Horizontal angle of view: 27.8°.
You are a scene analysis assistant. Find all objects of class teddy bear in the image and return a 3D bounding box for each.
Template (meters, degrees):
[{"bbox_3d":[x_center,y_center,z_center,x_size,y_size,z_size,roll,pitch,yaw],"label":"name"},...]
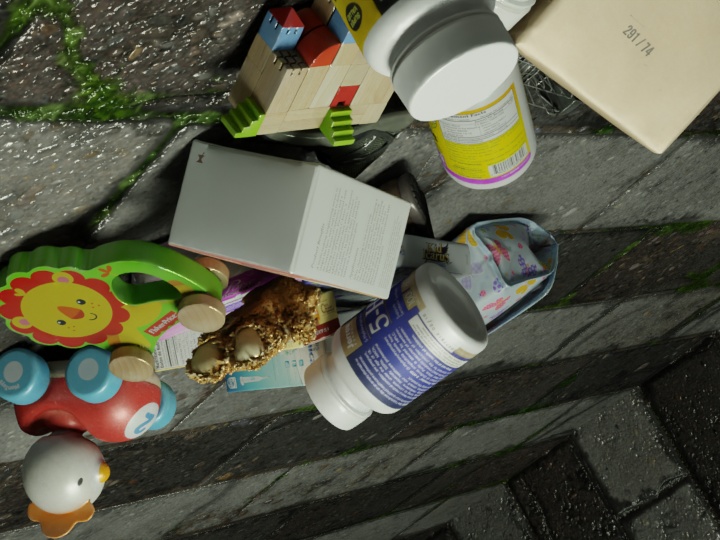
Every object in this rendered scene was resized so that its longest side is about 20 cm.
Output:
[{"bbox_3d":[-0.106,0.069,1.515,0.144,0.067,0.200,-28,-170,8],"label":"teddy bear"}]

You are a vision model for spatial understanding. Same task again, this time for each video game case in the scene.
[{"bbox_3d":[0.000,0.000,1.745,0.199,0.046,0.181,-17,165,42],"label":"video game case"}]

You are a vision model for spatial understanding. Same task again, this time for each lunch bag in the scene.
[{"bbox_3d":[0.178,0.015,2.045,0.169,0.128,0.200,-38,165,32],"label":"lunch bag"}]

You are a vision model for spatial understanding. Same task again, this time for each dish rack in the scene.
[{"bbox_3d":[0.221,-0.236,1.581,0.153,0.055,0.199,-41,156,28],"label":"dish rack"}]

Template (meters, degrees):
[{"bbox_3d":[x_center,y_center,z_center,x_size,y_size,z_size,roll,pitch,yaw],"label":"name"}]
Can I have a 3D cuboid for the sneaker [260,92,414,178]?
[{"bbox_3d":[-0.035,-0.132,1.447,0.199,0.076,0.114,-17,152,-45],"label":"sneaker"}]

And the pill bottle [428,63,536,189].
[{"bbox_3d":[0.112,-0.178,1.459,0.104,0.105,0.200,-27,143,-3],"label":"pill bottle"}]

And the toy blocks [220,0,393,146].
[{"bbox_3d":[-0.025,-0.195,1.307,0.199,0.100,0.137,-12,143,-42],"label":"toy blocks"}]

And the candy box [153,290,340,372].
[{"bbox_3d":[-0.137,0.071,1.713,0.199,0.056,0.115,-11,-178,23],"label":"candy box"}]

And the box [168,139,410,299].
[{"bbox_3d":[-0.067,-0.048,1.452,0.200,0.152,0.107,16,88,-60],"label":"box"}]

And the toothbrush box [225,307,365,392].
[{"bbox_3d":[-0.062,0.100,1.869,0.146,0.086,0.199,-8,180,-44],"label":"toothbrush box"}]

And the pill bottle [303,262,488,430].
[{"bbox_3d":[0.036,0.093,1.678,0.200,0.120,0.120,-38,159,20],"label":"pill bottle"}]

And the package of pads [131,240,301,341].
[{"bbox_3d":[-0.159,0.001,1.614,0.199,0.076,0.121,-22,162,-18],"label":"package of pads"}]

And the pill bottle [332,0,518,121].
[{"bbox_3d":[0.034,-0.224,1.125,0.114,0.201,0.114,-25,161,-10],"label":"pill bottle"}]

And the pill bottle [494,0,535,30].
[{"bbox_3d":[0.157,-0.300,1.234,0.114,0.115,0.200,-7,151,-47],"label":"pill bottle"}]

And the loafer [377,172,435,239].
[{"bbox_3d":[0.046,-0.065,1.760,0.071,0.073,0.200,-15,159,6],"label":"loafer"}]

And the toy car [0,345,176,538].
[{"bbox_3d":[-0.318,0.205,1.661,0.176,0.201,0.184,-3,163,16],"label":"toy car"}]

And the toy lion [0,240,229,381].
[{"bbox_3d":[-0.259,0.027,1.461,0.191,0.069,0.200,30,135,-31],"label":"toy lion"}]

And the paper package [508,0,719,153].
[{"bbox_3d":[0.258,-0.243,1.356,0.199,0.104,0.191,32,111,-24],"label":"paper package"}]
